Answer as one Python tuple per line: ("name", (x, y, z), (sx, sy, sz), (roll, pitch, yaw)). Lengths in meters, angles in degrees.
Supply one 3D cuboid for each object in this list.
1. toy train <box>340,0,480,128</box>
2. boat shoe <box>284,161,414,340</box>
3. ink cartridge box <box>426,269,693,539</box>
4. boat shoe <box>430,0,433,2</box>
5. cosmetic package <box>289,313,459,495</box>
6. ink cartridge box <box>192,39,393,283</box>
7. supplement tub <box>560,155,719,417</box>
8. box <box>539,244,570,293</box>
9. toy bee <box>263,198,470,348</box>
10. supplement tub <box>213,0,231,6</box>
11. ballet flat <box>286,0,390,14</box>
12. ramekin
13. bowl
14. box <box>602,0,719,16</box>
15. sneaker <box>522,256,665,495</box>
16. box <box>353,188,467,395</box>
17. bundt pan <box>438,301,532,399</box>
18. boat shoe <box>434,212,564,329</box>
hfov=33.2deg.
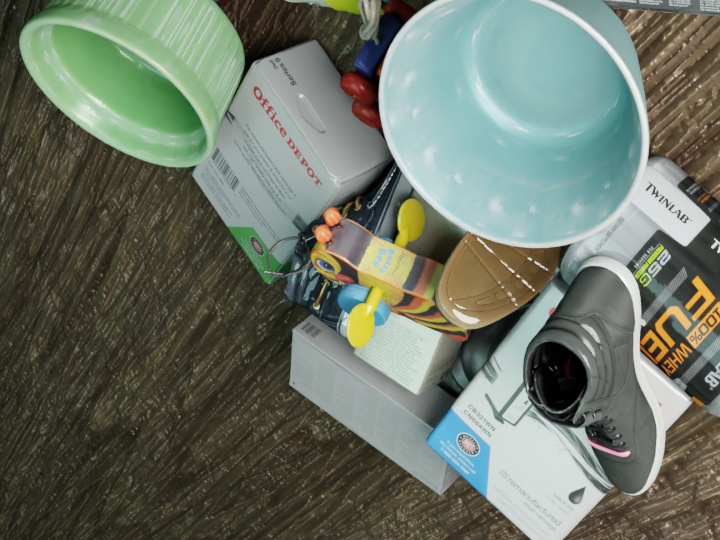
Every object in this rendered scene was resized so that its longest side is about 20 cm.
("toy train", (0.050, -0.156, 0.966), (0.115, 0.085, 0.200), (31, 176, 11))
("boat shoe", (-0.001, -0.042, 1.106), (0.090, 0.071, 0.203), (28, 102, 17))
("ink cartridge box", (0.170, 0.110, 1.007), (0.146, 0.084, 0.201), (40, 123, 11))
("boat shoe", (0.082, -0.221, 0.934), (0.071, 0.066, 0.203), (-28, 95, 18))
("cosmetic package", (0.019, 0.124, 1.177), (0.199, 0.050, 0.083), (34, 137, 25))
("ink cartridge box", (-0.069, -0.103, 1.187), (0.147, 0.083, 0.200), (55, 144, 9))
("supplement tub", (0.257, 0.022, 0.900), (0.200, 0.122, 0.123), (43, 142, 14))
("box", (0.201, 0.036, 1.042), (0.201, 0.039, 0.041), (51, 141, 5))
("toy bee", (0.000, 0.000, 1.004), (0.196, 0.133, 0.109), (-2, 152, 11))
("supplement tub", (-0.167, -0.292, 1.137), (0.198, 0.107, 0.108), (-9, 112, 50))
("ballet flat", (-0.061, -0.273, 1.035), (0.199, 0.067, 0.067), (40, 112, -11))
("ramekin", (-0.203, -0.196, 1.114), (0.197, 0.099, 0.201), (22, 155, 10))
("bowl", (0.122, -0.129, 0.870), (0.198, 0.105, 0.203), (17, 133, 19))
("box", (0.223, -0.264, 0.780), (0.198, 0.047, 0.196), (15, 126, 42))
("sneaker", (0.165, 0.100, 0.878), (0.070, 0.099, 0.203), (12, 128, 40))
("box", (0.068, 0.002, 1.080), (0.082, 0.068, 0.202), (32, 116, 22))
("bundt pan", (0.151, 0.134, 1.146), (0.200, 0.076, 0.204), (28, 136, 30))
("boat shoe", (0.120, -0.020, 0.958), (0.072, 0.200, 0.072), (40, 150, 0))
